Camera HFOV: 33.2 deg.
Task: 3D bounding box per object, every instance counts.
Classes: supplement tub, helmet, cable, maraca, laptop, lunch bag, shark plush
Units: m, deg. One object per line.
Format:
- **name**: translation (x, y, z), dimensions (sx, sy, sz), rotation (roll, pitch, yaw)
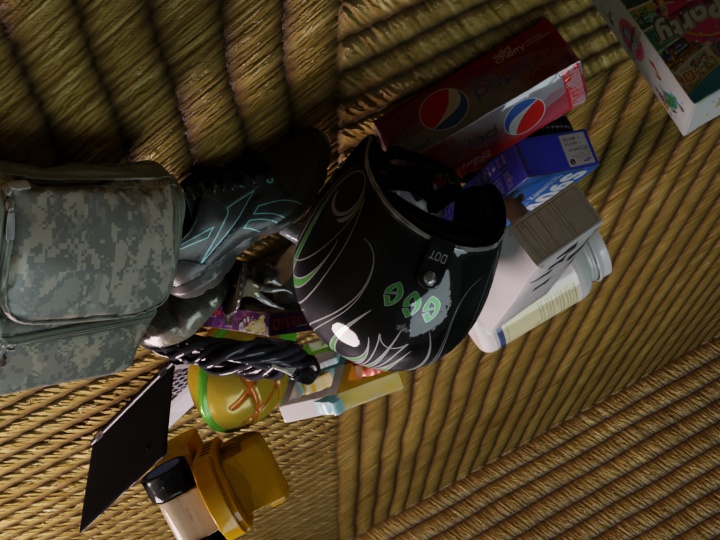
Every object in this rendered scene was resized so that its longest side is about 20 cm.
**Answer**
- **supplement tub**: translation (0.213, 0.000, 1.578), dimensions (0.198, 0.146, 0.145), rotation (-29, 161, -2)
- **helmet**: translation (0.029, -0.005, 1.100), dimensions (0.198, 0.201, 0.192), rotation (-10, 142, -44)
- **cable**: translation (-0.147, 0.086, 1.229), dimensions (0.197, 0.052, 0.163), rotation (8, 178, 23)
- **maraca**: translation (-0.130, 0.115, 1.412), dimensions (0.199, 0.106, 0.140), rotation (-17, 116, -60)
- **laptop**: translation (-0.239, 0.205, 1.465), dimensions (0.187, 0.117, 0.199), rotation (-42, 158, 31)
- **lunch bag**: translation (-0.242, -0.011, 0.926), dimensions (0.199, 0.139, 0.169), rotation (-5, 133, -51)
- **shark plush**: translation (0.000, 0.000, 1.257), dimensions (0.197, 0.085, 0.091), rotation (4, 175, 15)

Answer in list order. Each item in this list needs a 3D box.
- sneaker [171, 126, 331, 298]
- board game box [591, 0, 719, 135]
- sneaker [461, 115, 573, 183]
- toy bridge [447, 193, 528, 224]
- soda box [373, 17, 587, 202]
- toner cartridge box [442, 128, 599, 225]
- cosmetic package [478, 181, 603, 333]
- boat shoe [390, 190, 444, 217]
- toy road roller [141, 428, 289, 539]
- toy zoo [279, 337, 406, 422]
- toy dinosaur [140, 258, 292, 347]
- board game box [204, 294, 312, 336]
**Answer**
- **sneaker**: translation (-0.109, -0.062, 1.070), dimensions (0.200, 0.075, 0.079), rotation (-43, 133, -5)
- **board game box**: translation (0.285, -0.238, 1.023), dimensions (0.146, 0.202, 0.064), rotation (-29, 161, -4)
- **sneaker**: translation (0.144, -0.134, 1.292), dimensions (0.198, 0.071, 0.090), rotation (-12, 167, -41)
- **toy bridge**: translation (0.092, -0.013, 1.229), dimensions (0.200, 0.068, 0.027), rotation (-41, 149, 22)
- **soda box**: translation (0.116, -0.154, 1.161), dimensions (0.198, 0.070, 0.064), rotation (-30, 143, 1)
- **toner cartridge box**: translation (0.155, -0.079, 1.270), dimensions (0.094, 0.044, 0.200), rotation (-10, 163, -29)
- **cosmetic package**: translation (0.163, -0.007, 1.163), dimensions (0.082, 0.051, 0.200), rotation (-31, 166, -16)
- **boat shoe**: translation (0.035, -0.046, 1.322), dimensions (0.064, 0.076, 0.202), rotation (19, 158, -10)
- **toy road roller**: translation (-0.160, 0.251, 1.422), dimensions (0.144, 0.124, 0.200), rotation (-27, -173, 1)
- **toy zoo**: translation (-0.013, 0.105, 1.267), dimensions (0.129, 0.021, 0.200), rotation (-18, -164, 10)
- **toy dinosaur**: translation (-0.175, 0.025, 1.142), dimensions (0.198, 0.103, 0.077), rotation (-30, 160, -5)
- **board game box**: translation (-0.077, 0.046, 1.348), dimensions (0.119, 0.033, 0.199), rotation (1, -177, 38)
